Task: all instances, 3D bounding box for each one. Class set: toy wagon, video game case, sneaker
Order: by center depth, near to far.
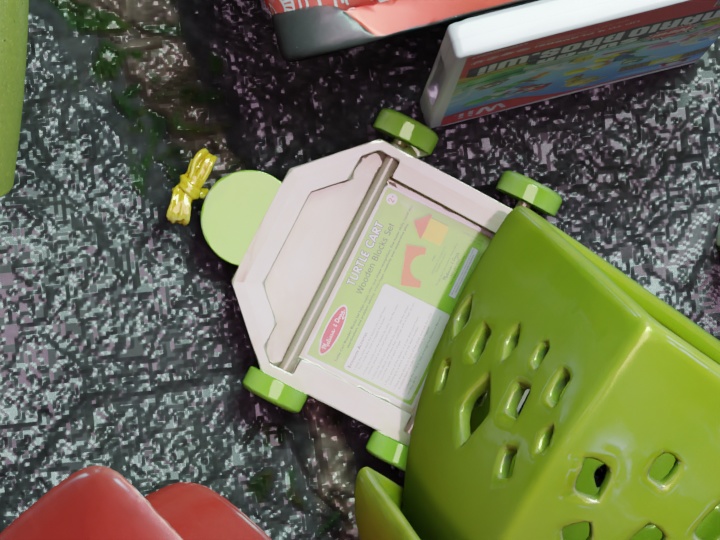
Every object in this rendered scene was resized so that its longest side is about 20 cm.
[{"bbox_3d":[0.047,-0.170,1.274,0.201,0.067,0.108,-15,95,0],"label":"sneaker"},{"bbox_3d":[0.103,-0.105,1.305,0.143,0.200,0.017,-14,85,-4],"label":"video game case"},{"bbox_3d":[0.000,0.000,1.380,0.200,0.040,0.155,27,88,-3],"label":"toy wagon"}]

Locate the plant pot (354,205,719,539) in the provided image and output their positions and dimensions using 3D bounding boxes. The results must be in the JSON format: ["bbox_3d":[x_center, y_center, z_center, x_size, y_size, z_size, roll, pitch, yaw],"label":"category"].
[{"bbox_3d":[0.119,0.114,1.297,0.199,0.200,0.182,35,95,-20],"label":"plant pot"}]

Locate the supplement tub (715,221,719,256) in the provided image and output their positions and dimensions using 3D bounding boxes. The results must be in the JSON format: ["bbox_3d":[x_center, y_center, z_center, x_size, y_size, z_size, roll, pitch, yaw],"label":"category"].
[{"bbox_3d":[0.282,0.001,1.357,0.200,0.123,0.123,36,88,-4],"label":"supplement tub"}]

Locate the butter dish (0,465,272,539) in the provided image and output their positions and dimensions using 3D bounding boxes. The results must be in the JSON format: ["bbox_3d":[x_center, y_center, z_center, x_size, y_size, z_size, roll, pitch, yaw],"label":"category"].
[{"bbox_3d":[-0.081,0.182,1.329,0.199,0.148,0.200,50,128,2],"label":"butter dish"}]

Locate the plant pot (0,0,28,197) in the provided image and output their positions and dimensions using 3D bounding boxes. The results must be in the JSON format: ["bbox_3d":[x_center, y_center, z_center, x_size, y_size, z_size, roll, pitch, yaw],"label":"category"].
[{"bbox_3d":[-0.230,-0.123,1.306,0.187,0.187,0.200,-12,103,-4],"label":"plant pot"}]

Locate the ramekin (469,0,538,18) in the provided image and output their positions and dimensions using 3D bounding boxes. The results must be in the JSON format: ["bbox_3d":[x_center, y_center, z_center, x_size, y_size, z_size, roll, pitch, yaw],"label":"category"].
[{"bbox_3d":[0.085,-0.212,1.357,0.202,0.094,0.203,0,90,-4],"label":"ramekin"}]
